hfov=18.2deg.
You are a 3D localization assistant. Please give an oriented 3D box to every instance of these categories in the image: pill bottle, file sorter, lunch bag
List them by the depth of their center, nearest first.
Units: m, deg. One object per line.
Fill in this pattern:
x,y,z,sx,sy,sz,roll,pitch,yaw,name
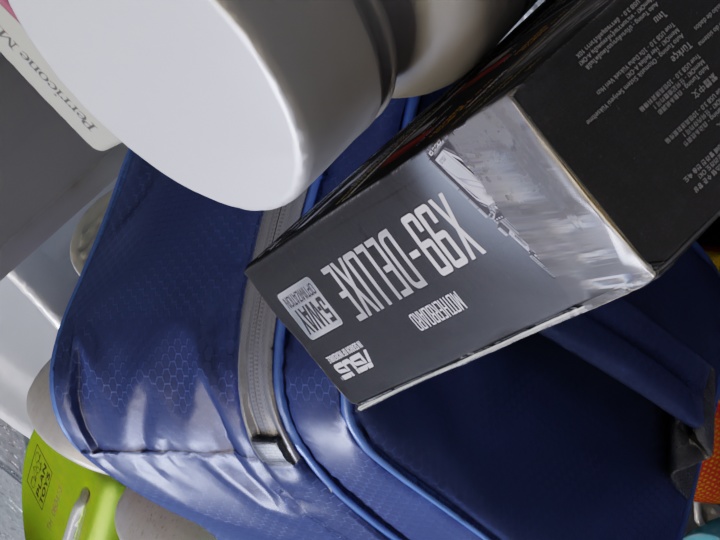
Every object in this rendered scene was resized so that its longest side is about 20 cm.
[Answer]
0.013,-0.115,0.544,0.113,0.200,0.113,33,154,19,pill bottle
0.027,0.029,0.675,0.132,0.136,0.200,-1,153,42,lunch bag
-0.198,-0.101,0.970,0.200,0.139,0.125,20,144,41,file sorter

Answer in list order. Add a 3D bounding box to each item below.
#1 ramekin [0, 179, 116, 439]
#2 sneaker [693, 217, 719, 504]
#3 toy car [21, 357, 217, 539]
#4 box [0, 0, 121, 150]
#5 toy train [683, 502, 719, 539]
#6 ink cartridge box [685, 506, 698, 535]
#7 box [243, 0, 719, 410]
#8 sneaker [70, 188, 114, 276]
-0.158,-0.005,1.112,0.200,0.098,0.201,35,155,18,ramekin
0.105,0.013,0.777,0.077,0.073,0.200,5,139,41,sneaker
-0.071,0.130,0.993,0.200,0.150,0.175,44,127,42,toy car
-0.058,-0.133,0.735,0.128,0.109,0.200,48,155,-13,box
0.201,0.136,0.861,0.200,0.056,0.151,39,132,32,toy train
0.081,0.156,0.957,0.083,0.145,0.200,18,146,44,ink cartridge box
0.079,-0.059,0.536,0.050,0.200,0.158,50,154,-5,box
0.000,-0.001,0.877,0.200,0.073,0.114,-6,143,28,sneaker
